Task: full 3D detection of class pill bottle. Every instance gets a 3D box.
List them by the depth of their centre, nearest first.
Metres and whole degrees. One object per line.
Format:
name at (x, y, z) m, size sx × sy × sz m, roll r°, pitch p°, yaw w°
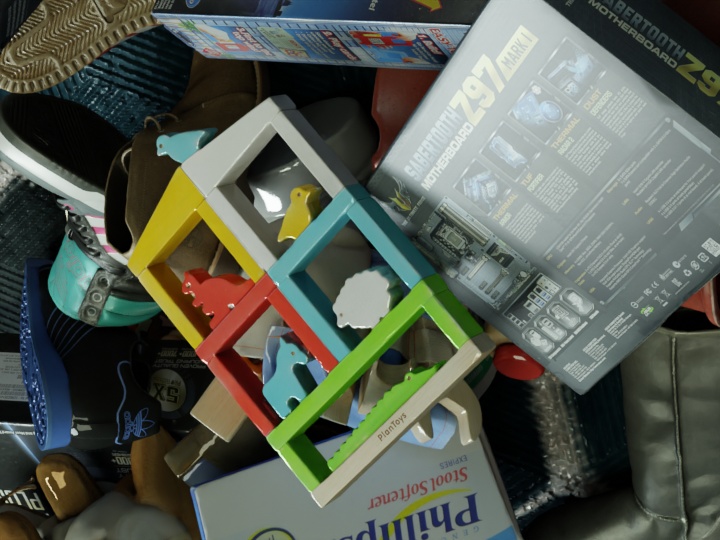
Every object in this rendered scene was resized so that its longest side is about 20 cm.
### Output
pill bottle at (0.000, 0.000, 0.986) m, size 0.112 × 0.113 × 0.201 m, roll -17°, pitch 116°, yaw 25°

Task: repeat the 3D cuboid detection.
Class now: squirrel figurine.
squirrel figurine at (-0.176, 0.217, 1.047) m, size 0.186 × 0.142 × 0.200 m, roll -18°, pitch 125°, yaw 39°

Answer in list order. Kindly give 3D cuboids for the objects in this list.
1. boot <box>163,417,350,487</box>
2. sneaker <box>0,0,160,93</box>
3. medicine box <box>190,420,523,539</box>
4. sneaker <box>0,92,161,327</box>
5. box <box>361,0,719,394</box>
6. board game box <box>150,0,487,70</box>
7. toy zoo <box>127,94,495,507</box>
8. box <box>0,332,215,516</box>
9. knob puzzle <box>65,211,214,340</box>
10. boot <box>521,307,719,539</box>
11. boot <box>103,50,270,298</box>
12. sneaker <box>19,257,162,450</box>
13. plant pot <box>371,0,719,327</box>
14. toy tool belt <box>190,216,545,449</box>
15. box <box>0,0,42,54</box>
boot at (-0.057, 0.119, 1.044) m, size 0.097 × 0.075 × 0.200 m, roll -39°, pitch 149°, yaw 2°
sneaker at (-0.140, -0.174, 0.957) m, size 0.199 × 0.112 × 0.072 m, roll -25°, pitch 107°, yaw -5°
medicine box at (0.010, 0.182, 0.988) m, size 0.181 × 0.103 × 0.200 m, roll -19°, pitch 153°, yaw 1°
sneaker at (-0.173, -0.029, 0.985) m, size 0.199 × 0.084 × 0.121 m, roll 28°, pitch 123°, yaw -36°
box at (0.098, -0.044, 0.736) m, size 0.157 × 0.051 × 0.200 m, roll 37°, pitch 143°, yaw 2°
board game box at (0.019, -0.186, 0.812) m, size 0.199 × 0.062 × 0.201 m, roll 23°, pitch 85°, yaw 30°
toy zoo at (-0.039, 0.005, 0.800) m, size 0.200 × 0.020 × 0.131 m, roll 49°, pitch 117°, yaw 12°
box at (-0.176, 0.132, 1.119) m, size 0.198 × 0.086 × 0.164 m, roll 2°, pitch 135°, yaw 16°
knob puzzle at (-0.120, 0.029, 1.091) m, size 0.218 × 0.031 × 0.221 m, roll 8°, pitch 123°, yaw 12°
boot at (0.184, 0.113, 1.026) m, size 0.180 × 0.073 × 0.201 m, roll -8°, pitch 126°, yaw 6°
boot at (-0.102, -0.079, 0.914) m, size 0.075 × 0.201 × 0.074 m, roll 21°, pitch 138°, yaw -22°
sneaker at (-0.184, 0.055, 1.039) m, size 0.077 × 0.200 × 0.071 m, roll 1°, pitch 121°, yaw -18°
plant pot at (0.120, -0.083, 0.861) m, size 0.194 × 0.201 × 0.202 m, roll 8°, pitch 123°, yaw 21°
toy tool belt at (0.013, 0.058, 0.875) m, size 0.199 × 0.124 × 0.125 m, roll 14°, pitch 154°, yaw -2°
box at (-0.210, -0.259, 0.827) m, size 0.200 × 0.197 × 0.124 m, roll 39°, pitch 168°, yaw -10°
